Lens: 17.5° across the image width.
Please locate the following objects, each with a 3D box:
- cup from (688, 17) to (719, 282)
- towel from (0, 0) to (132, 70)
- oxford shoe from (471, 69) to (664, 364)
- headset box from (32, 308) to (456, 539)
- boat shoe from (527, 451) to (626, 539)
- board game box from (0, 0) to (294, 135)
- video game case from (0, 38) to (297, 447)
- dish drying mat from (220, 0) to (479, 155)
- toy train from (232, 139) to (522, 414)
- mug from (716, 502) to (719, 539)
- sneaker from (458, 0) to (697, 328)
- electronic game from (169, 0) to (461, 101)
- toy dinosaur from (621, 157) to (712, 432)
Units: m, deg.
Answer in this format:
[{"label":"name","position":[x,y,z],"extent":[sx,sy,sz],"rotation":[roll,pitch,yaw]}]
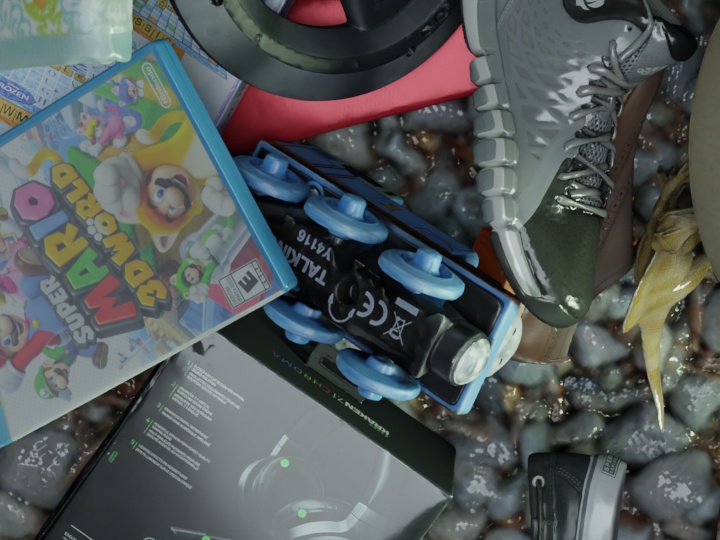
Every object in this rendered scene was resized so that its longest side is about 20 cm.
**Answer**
[{"label":"cup","position":[0.281,-0.062,1.161],"extent":[0.143,0.200,0.201],"rotation":[6,109,46]},{"label":"towel","position":[-0.197,-0.186,1.180],"extent":[0.199,0.048,0.172],"rotation":[2,99,37]},{"label":"oxford shoe","position":[0.122,-0.041,1.276],"extent":[0.073,0.071,0.200],"rotation":[20,108,-23]},{"label":"headset box","position":[-0.064,0.130,1.306],"extent":[0.174,0.093,0.200],"rotation":[34,103,-4]},{"label":"boat shoe","position":[0.109,0.198,1.329],"extent":[0.056,0.069,0.201],"rotation":[10,98,9]},{"label":"board game box","position":[-0.153,-0.138,1.266],"extent":[0.200,0.041,0.200],"rotation":[31,102,1]},{"label":"video game case","position":[-0.146,-0.011,1.215],"extent":[0.200,0.018,0.143],"rotation":[-28,91,25]},{"label":"dish drying mat","position":[0.002,-0.121,1.281],"extent":[0.199,0.018,0.077],"rotation":[-14,98,8]},{"label":"toy train","position":[0.000,0.000,1.229],"extent":[0.200,0.114,0.087],"rotation":[32,108,29]},{"label":"mug","position":[0.261,0.222,1.310],"extent":[0.133,0.177,0.201],"rotation":[9,102,39]},{"label":"sneaker","position":[0.119,-0.078,1.182],"extent":[0.115,0.075,0.201],"rotation":[-15,77,28]},{"label":"electronic game","position":[-0.013,-0.186,1.203],"extent":[0.199,0.042,0.201],"rotation":[-10,112,-25]},{"label":"toy dinosaur","position":[0.165,-0.002,1.264],"extent":[0.058,0.200,0.101],"rotation":[25,62,16]}]
